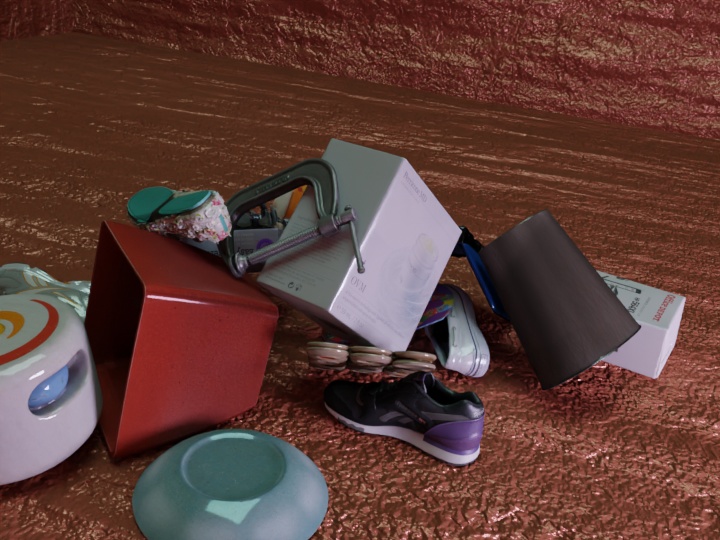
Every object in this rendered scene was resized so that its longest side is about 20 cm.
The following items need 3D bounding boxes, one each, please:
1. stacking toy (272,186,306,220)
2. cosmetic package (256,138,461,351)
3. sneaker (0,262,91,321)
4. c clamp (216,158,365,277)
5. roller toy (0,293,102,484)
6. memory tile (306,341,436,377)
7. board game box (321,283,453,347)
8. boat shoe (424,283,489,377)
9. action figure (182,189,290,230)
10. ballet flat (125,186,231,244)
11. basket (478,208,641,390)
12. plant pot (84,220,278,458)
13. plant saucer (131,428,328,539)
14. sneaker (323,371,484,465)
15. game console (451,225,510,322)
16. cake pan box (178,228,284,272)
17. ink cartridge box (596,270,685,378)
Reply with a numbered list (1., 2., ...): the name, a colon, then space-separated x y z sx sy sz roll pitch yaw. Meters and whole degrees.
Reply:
1. stacking toy: -0.064 -0.089 1.391 0.198 0.147 0.146 19 22 -10
2. cosmetic package: 0.008 -0.020 0.958 0.122 0.202 0.199 19 -12 34
3. sneaker: -0.440 0.048 1.032 0.197 0.077 0.092 7 28 5
4. c clamp: -0.091 -0.051 0.887 0.198 0.027 0.173 -17 59 23
5. roller toy: -0.370 0.112 0.790 0.181 0.141 0.200 -14 30 -20
6. memory tile: 0.009 0.112 0.930 0.151 0.017 0.200 6 -13 -2
7. board game box: 0.034 0.046 1.096 0.198 0.039 0.158 -21 22 -7
8. boat shoe: 0.124 0.074 1.092 0.066 0.074 0.200 11 23 -18
9. action figure: -0.179 -0.076 1.164 0.198 0.070 0.130 2 -10 -26
10. ballet flat: -0.226 -0.062 0.945 0.199 0.064 0.076 11 50 49
11. basket: 0.257 0.032 1.029 0.179 0.136 0.201 -26 80 -40
12. plant pot: -0.210 0.075 0.896 0.175 0.202 0.200 4 21 -33
13. plant saucer: -0.129 0.212 0.776 0.198 0.039 0.201 6 24 -3
14. sneaker: 0.052 0.149 0.899 0.198 0.089 0.076 15 25 19
15. game console: 0.139 0.006 1.143 0.169 0.120 0.200 4 -7 19
16. cake pan box: -0.183 -0.023 1.068 0.197 0.053 0.184 -3 -1 6
17. ink cartridge box: 0.374 0.069 1.159 0.198 0.085 0.146 18 27 26
